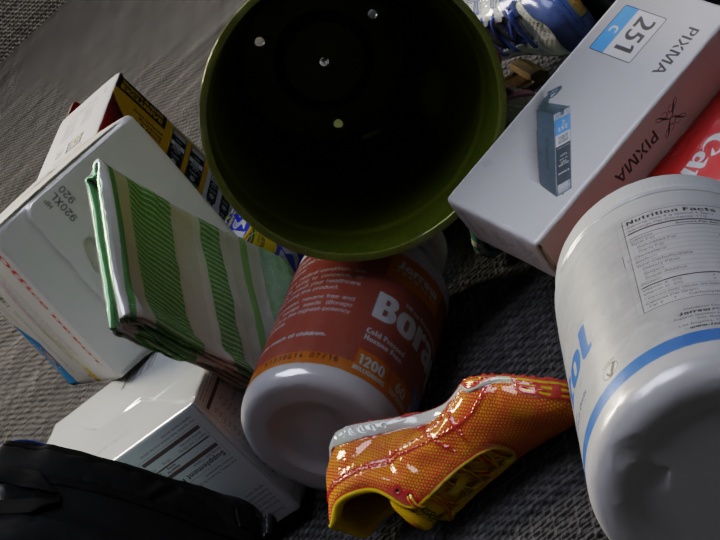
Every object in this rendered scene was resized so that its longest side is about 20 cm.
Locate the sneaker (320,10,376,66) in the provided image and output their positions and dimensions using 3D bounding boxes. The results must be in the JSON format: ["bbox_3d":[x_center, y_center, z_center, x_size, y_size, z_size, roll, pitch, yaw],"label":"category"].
[{"bbox_3d":[-0.024,-0.144,1.598,0.200,0.075,0.115,-51,-2,9],"label":"sneaker"}]

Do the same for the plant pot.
[{"bbox_3d":[-0.015,-0.128,1.371,0.200,0.200,0.193,-44,16,7],"label":"plant pot"}]

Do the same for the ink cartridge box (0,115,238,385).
[{"bbox_3d":[-0.206,-0.011,1.554,0.145,0.147,0.200,-45,11,-17],"label":"ink cartridge box"}]

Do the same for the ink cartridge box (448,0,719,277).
[{"bbox_3d":[0.178,-0.079,1.240,0.200,0.045,0.176,-50,42,-9],"label":"ink cartridge box"}]

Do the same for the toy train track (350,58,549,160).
[{"bbox_3d":[0.067,-0.119,1.499,0.200,0.033,0.115,-33,48,-31],"label":"toy train track"}]

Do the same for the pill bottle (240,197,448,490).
[{"bbox_3d":[-0.002,0.044,1.354,0.112,0.112,0.200,-30,26,37],"label":"pill bottle"}]

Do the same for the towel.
[{"bbox_3d":[-0.106,0.014,1.381,0.023,0.200,0.153,-38,47,25],"label":"towel"}]

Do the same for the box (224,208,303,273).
[{"bbox_3d":[-0.090,-0.003,1.673,0.064,0.070,0.200,-16,36,51],"label":"box"}]

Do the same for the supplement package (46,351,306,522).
[{"bbox_3d":[-0.136,0.139,1.432,0.200,0.111,0.156,-36,19,25],"label":"supplement package"}]

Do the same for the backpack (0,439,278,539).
[{"bbox_3d":[-0.168,0.212,1.244,0.147,0.200,0.183,-60,16,24],"label":"backpack"}]

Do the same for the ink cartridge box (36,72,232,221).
[{"bbox_3d":[-0.180,-0.070,1.782,0.084,0.200,0.176,-36,24,25],"label":"ink cartridge box"}]

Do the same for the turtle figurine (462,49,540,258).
[{"bbox_3d":[0.113,-0.082,1.391,0.150,0.101,0.200,-58,31,0],"label":"turtle figurine"}]

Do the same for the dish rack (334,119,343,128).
[{"bbox_3d":[-0.002,-0.097,1.586,0.172,0.044,0.200,-51,-19,-9],"label":"dish rack"}]

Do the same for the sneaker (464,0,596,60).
[{"bbox_3d":[0.104,-0.175,1.468,0.088,0.075,0.200,-41,18,-10],"label":"sneaker"}]

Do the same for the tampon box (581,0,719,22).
[{"bbox_3d":[0.180,-0.251,1.487,0.126,0.150,0.200,-48,20,-5],"label":"tampon box"}]

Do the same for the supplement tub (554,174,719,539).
[{"bbox_3d":[0.168,0.050,0.986,0.132,0.132,0.200,-40,21,18],"label":"supplement tub"}]

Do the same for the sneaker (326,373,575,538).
[{"bbox_3d":[0.060,0.115,1.196,0.200,0.073,0.077,-29,51,41],"label":"sneaker"}]
